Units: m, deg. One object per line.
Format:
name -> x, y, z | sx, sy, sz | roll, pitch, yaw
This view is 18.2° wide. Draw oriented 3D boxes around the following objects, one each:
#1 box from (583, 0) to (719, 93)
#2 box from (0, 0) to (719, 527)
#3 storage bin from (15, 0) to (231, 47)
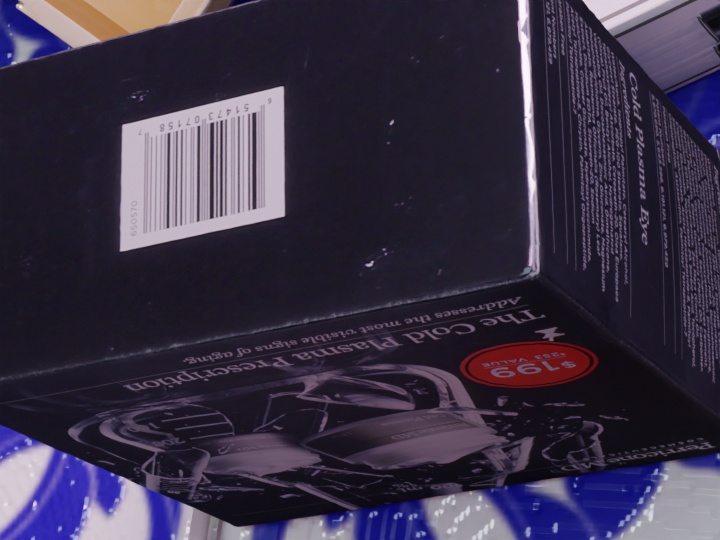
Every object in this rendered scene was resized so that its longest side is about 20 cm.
box -> 0.089, -0.121, 0.766 | 0.199, 0.060, 0.117 | -26, 62, 20
box -> 0.000, 0.000, 0.700 | 0.199, 0.182, 0.105 | -11, 68, 26
storage bin -> -0.105, -0.193, 0.800 | 0.199, 0.094, 0.199 | 35, 111, -2
